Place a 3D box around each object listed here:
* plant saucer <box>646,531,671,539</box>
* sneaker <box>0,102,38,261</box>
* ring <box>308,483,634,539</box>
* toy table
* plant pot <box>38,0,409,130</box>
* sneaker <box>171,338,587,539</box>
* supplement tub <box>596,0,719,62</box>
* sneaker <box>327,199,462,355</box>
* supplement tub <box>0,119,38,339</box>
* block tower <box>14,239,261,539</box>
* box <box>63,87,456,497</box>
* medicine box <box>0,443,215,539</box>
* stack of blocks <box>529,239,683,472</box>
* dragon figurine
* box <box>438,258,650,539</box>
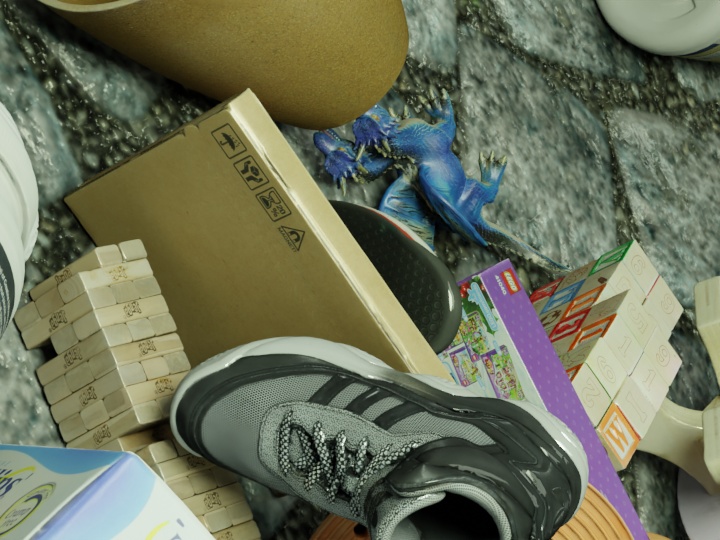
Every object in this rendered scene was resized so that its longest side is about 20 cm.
[{"bbox_3d":[0.197,0.256,1.411,0.200,0.032,0.201,29,47,-37],"label":"plant saucer"},{"bbox_3d":[-0.225,-0.082,1.046,0.200,0.075,0.114,60,13,6],"label":"sneaker"},{"bbox_3d":[0.053,0.185,1.179,0.201,0.200,0.019,48,-2,-19],"label":"ring"},{"bbox_3d":[0.245,0.100,1.466,0.117,0.183,0.200,59,10,-29],"label":"toy table"},{"bbox_3d":[-0.060,-0.169,1.262,0.200,0.186,0.187,41,39,-47],"label":"plant pot"},{"bbox_3d":[0.001,0.091,1.044,0.114,0.199,0.076,-59,160,-68],"label":"sneaker"},{"bbox_3d":[0.281,-0.227,1.722,0.200,0.144,0.145,1,68,-51],"label":"supplement tub"},{"bbox_3d":[0.000,-0.001,1.216,0.108,0.201,0.067,15,95,-51],"label":"sneaker"},{"bbox_3d":[-0.223,0.022,0.952,0.140,0.140,0.200,44,40,-24],"label":"supplement tub"},{"bbox_3d":[-0.105,0.090,1.128,0.054,0.058,0.201,-14,77,-53],"label":"block tower"},{"bbox_3d":[-0.049,0.018,1.152,0.021,0.163,0.200,-43,103,-37],"label":"box"},{"bbox_3d":[-0.099,0.176,0.955,0.103,0.182,0.200,-46,106,-21],"label":"medicine box"},{"bbox_3d":[0.130,0.061,1.381,0.059,0.115,0.200,54,36,-11],"label":"stack of blocks"},{"bbox_3d":[0.046,-0.041,1.387,0.200,0.059,0.100,52,38,-25],"label":"dragon figurine"},{"bbox_3d":[0.067,0.111,1.253,0.039,0.137,0.201,-25,88,-55],"label":"box"}]
